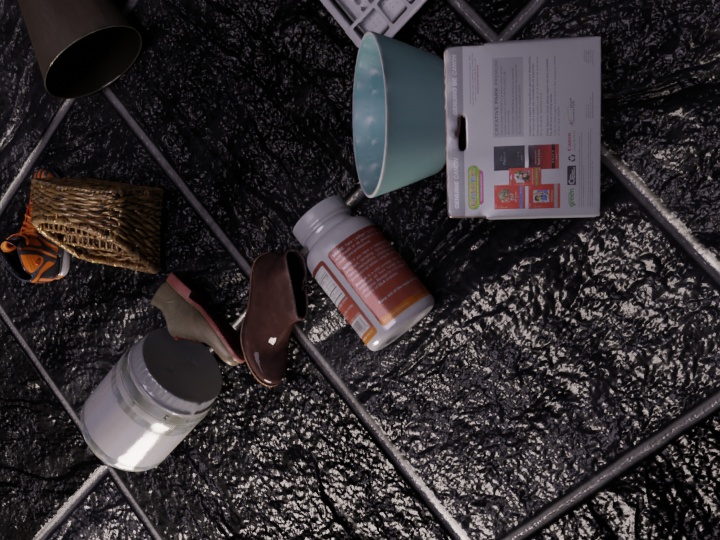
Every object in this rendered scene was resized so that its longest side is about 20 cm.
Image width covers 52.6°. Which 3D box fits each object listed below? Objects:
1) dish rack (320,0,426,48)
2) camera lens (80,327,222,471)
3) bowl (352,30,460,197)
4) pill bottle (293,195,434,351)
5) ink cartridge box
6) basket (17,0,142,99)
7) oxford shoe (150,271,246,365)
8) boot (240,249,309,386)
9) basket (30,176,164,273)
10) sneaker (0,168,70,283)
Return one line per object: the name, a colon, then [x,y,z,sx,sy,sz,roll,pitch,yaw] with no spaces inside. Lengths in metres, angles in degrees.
dish rack: [0.018,-0.407,0.959,0.172,0.044,0.200,-43,78,26]
camera lens: [-0.335,0.209,1.162,0.160,0.160,0.200,49,115,12]
bowl: [0.058,-0.191,0.906,0.105,0.201,0.201,-2,99,-11]
pill bottle: [0.000,0.000,0.990,0.112,0.112,0.200,-43,78,25]
ink cartridge box: [0.186,-0.163,0.859,0.175,0.084,0.200,-1,97,5]
basket: [-0.463,-0.407,1.154,0.180,0.136,0.200,-34,78,23]
oxford shoe: [-0.254,0.090,1.140,0.075,0.070,0.200,-47,61,-1]
boot: [-0.119,0.072,1.042,0.166,0.072,0.200,172,93,-65]
basket: [-0.434,-0.069,1.179,0.200,0.143,0.149,11,102,25]
sneaker: [-0.564,-0.075,1.260,0.077,0.112,0.200,2,98,26]
